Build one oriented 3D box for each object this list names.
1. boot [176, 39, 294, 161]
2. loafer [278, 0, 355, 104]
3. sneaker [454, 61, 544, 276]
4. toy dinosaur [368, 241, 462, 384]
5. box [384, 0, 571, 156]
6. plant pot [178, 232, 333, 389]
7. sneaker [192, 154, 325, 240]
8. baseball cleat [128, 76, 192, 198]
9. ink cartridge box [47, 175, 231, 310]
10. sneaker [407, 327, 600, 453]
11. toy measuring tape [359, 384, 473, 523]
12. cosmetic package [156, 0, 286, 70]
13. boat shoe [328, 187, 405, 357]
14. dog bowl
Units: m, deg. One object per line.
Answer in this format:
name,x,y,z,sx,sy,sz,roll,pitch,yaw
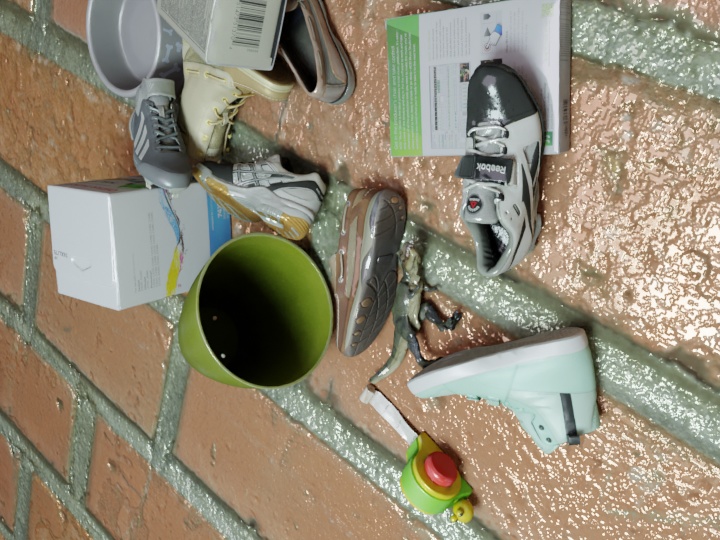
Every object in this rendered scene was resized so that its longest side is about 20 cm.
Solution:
boot,-0.171,-0.210,0.898,0.198,0.072,0.159,31,117,30
loafer,-0.076,-0.286,0.812,0.072,0.062,0.203,-38,78,36
sneaker,0.129,-0.087,0.654,0.073,0.088,0.205,6,121,37
toy dinosaur,0.064,0.065,0.805,0.087,0.047,0.205,29,122,32
box,0.115,-0.193,0.708,0.196,0.036,0.149,6,104,35
plant pot,-0.162,0.071,0.911,0.199,0.184,0.191,-25,86,53
sneaker,-0.127,-0.109,0.890,0.197,0.076,0.089,24,73,27
baseball cleat,-0.261,-0.184,0.892,0.201,0.068,0.108,50,132,42
ink cartridge box,-0.297,-0.049,0.952,0.144,0.198,0.150,10,107,34
sneaker,0.148,0.140,0.719,0.196,0.073,0.121,-15,93,24
toy measuring tape,0.057,0.224,0.829,0.200,0.073,0.074,45,123,20
cosmetic package,-0.168,-0.321,0.817,0.200,0.085,0.105,49,132,43
boat shoe,0.000,0.000,0.823,0.071,0.075,0.205,21,104,35
dog bowl,-0.320,-0.340,0.990,0.196,0.058,0.206,9,106,36
